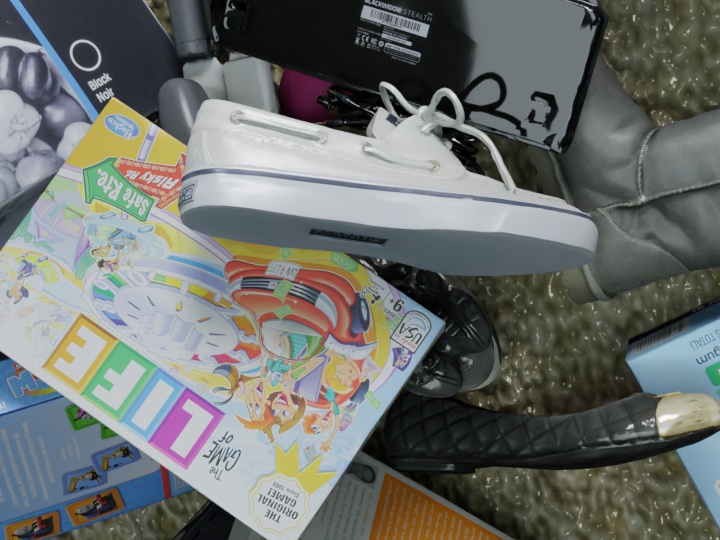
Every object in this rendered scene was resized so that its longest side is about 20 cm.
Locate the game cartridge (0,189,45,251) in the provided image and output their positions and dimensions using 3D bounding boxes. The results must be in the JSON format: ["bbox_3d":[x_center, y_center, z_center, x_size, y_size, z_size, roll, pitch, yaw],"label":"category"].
[{"bbox_3d":[-0.255,-0.047,0.823,0.133,0.041,0.200,-39,71,2],"label":"game cartridge"}]

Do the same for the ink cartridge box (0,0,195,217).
[{"bbox_3d":[-0.214,-0.131,0.762,0.200,0.198,0.043,54,145,-4],"label":"ink cartridge box"}]

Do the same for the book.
[{"bbox_3d":[0.022,0.179,0.781,0.200,0.134,0.048,34,129,-14],"label":"book"}]

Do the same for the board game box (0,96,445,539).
[{"bbox_3d":[-0.077,0.026,0.715,0.200,0.034,0.135,34,84,6],"label":"board game box"}]

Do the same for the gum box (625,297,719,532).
[{"bbox_3d":[0.264,0.092,0.779,0.170,0.045,0.200,-27,97,18],"label":"gum box"}]

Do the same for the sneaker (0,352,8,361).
[{"bbox_3d":[-0.147,0.034,0.852,0.200,0.073,0.112,15,111,18],"label":"sneaker"}]

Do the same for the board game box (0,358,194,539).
[{"bbox_3d":[-0.169,0.097,0.794,0.200,0.151,0.037,-18,58,-15],"label":"board game box"}]

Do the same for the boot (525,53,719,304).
[{"bbox_3d":[0.186,-0.075,0.724,0.200,0.073,0.182,-13,103,28],"label":"boot"}]

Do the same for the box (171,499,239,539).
[{"bbox_3d":[-0.013,0.196,0.808,0.200,0.161,0.049,47,125,-1],"label":"box"}]

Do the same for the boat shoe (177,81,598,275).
[{"bbox_3d":[0.017,-0.050,0.688,0.202,0.075,0.086,7,74,-10],"label":"boat shoe"}]

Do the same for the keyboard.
[{"bbox_3d":[0.019,-0.114,0.736,0.200,0.040,0.104,20,107,14],"label":"keyboard"}]

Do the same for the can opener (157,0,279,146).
[{"bbox_3d":[-0.082,-0.131,0.772,0.053,0.067,0.200,-10,91,20],"label":"can opener"}]

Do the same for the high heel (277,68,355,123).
[{"bbox_3d":[0.028,-0.135,0.747,0.200,0.096,0.067,-30,96,18],"label":"high heel"}]

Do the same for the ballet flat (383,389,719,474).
[{"bbox_3d":[0.097,0.079,0.782,0.200,0.066,0.057,-7,76,31],"label":"ballet flat"}]

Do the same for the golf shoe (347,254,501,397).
[{"bbox_3d":[0.000,0.000,0.804,0.078,0.094,0.200,-46,65,8],"label":"golf shoe"}]
